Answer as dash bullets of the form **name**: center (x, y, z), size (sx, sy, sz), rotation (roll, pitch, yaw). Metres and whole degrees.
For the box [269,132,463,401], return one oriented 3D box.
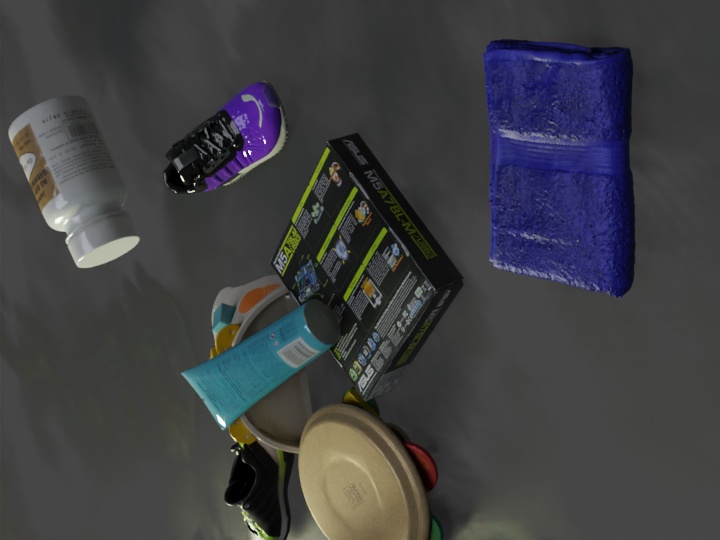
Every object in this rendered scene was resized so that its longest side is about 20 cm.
- **box**: center (0.000, 0.000, 1.283), size (0.194, 0.047, 0.201), rotation (56, 142, 23)

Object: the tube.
- **tube**: center (-0.105, 0.098, 1.333), size (0.199, 0.050, 0.078), rotation (-34, 91, 34)

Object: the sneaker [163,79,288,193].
- **sneaker**: center (-0.154, -0.131, 1.373), size (0.200, 0.099, 0.070), rotation (-38, 77, 52)

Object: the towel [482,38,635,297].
- **towel**: center (0.157, -0.085, 1.040), size (0.147, 0.049, 0.202), rotation (15, 117, 49)

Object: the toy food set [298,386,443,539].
- **toy food set**: center (0.009, 0.232, 1.365), size (0.200, 0.048, 0.199), rotation (47, 135, 22)

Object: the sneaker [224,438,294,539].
- **sneaker**: center (-0.134, 0.269, 1.541), size (0.071, 0.082, 0.202), rotation (32, 129, 40)

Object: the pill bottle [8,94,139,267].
- **pill bottle**: center (-0.364, -0.112, 1.641), size (0.114, 0.114, 0.202), rotation (-37, 76, 52)

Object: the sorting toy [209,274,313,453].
- **sorting toy**: center (-0.132, 0.101, 1.475), size (0.180, 0.106, 0.202), rotation (-152, 52, -65)
